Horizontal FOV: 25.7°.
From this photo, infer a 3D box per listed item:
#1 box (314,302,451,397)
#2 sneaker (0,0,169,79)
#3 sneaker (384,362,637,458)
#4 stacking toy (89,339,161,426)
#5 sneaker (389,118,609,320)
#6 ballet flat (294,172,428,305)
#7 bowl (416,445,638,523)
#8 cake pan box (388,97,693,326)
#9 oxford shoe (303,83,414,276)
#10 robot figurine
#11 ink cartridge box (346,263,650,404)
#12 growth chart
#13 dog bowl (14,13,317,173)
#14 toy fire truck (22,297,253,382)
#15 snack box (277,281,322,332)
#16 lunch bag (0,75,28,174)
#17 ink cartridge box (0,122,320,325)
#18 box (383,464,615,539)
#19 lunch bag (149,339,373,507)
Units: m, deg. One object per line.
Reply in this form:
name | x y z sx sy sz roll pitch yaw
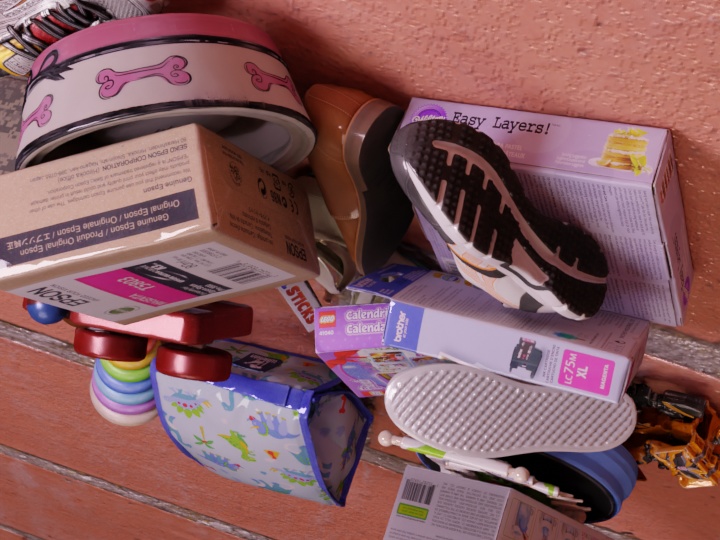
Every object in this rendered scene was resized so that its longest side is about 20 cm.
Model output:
box | 0.048 0.064 1.283 0.137 0.039 0.200 -5 165 8
sneaker | -0.203 -0.164 1.058 0.200 0.082 0.078 -8 143 45
sneaker | 0.113 0.110 1.256 0.200 0.074 0.082 9 -178 -9
stacking toy | -0.234 0.080 1.590 0.085 0.085 0.200 18 150 4
sneaker | 0.076 -0.025 1.027 0.080 0.074 0.200 -4 145 44
ballet flat | 0.000 0.000 1.257 0.069 0.069 0.200 -3 146 41
bowl | 0.141 0.167 1.382 0.201 0.039 0.201 17 156 8
cake pan box | 0.133 -0.036 1.104 0.184 0.052 0.200 11 153 24
oxford shoe | -0.002 -0.068 1.138 0.071 0.071 0.200 30 154 23
robot figurine | 0.235 0.146 1.382 0.200 0.058 0.145 0 149 39
ink cartridge box | 0.097 0.040 1.112 0.200 0.042 0.119 16 -166 14
growth chart | 0.112 0.174 1.316 0.145 0.018 0.200 12 166 24
dog bowl | -0.132 -0.106 1.052 0.200 0.074 0.200 -9 167 -2
toy fire truck | -0.194 0.029 1.329 0.200 0.112 0.168 11 -177 18
snack box | -0.079 -0.028 1.260 0.024 0.072 0.200 -30 144 0
lunch bag | -0.282 -0.063 1.254 0.200 0.139 0.168 11 154 22
ink cartridge box | -0.138 -0.025 1.068 0.165 0.075 0.200 -15 167 17
box | 0.121 0.247 1.342 0.112 0.101 0.200 8 164 39
lunch bag | -0.097 0.138 1.537 0.170 0.128 0.200 11 163 20
